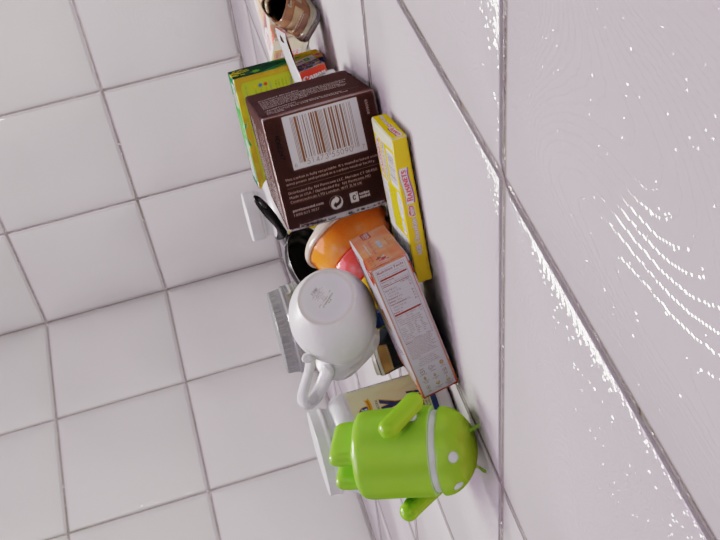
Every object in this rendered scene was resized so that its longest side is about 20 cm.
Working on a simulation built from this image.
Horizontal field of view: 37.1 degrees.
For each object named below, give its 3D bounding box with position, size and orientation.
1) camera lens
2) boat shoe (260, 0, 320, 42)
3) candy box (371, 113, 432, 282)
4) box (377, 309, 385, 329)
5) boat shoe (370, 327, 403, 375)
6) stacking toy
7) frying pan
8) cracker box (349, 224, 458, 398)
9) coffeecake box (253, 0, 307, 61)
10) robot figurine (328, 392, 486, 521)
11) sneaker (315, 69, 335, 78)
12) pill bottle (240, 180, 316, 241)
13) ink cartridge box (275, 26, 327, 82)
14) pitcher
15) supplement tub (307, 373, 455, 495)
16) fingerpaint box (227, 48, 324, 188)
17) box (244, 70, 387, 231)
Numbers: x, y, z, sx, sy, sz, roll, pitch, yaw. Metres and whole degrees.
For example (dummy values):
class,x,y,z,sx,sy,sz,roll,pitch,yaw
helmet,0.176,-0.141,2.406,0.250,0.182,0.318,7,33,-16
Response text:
class,x,y,z,sx,sy,sz,roll,pitch,yaw
camera lens,-0.050,0.082,1.872,0.160,0.198,0.162,165,90,-83
boat shoe,-0.128,-0.451,1.803,0.076,0.071,0.200,-62,32,18
candy box,0.054,-0.094,1.401,0.102,0.026,0.202,-116,13,-63
box,0.000,0.000,1.698,0.070,0.064,0.201,75,167,-47
boat shoe,0.055,0.116,1.704,0.200,0.062,0.075,-60,-48,-79
stacking toy,0.024,0.007,1.577,0.201,0.145,0.146,53,165,21
frying pan,-0.102,-0.025,1.618,0.189,0.031,0.116,28,-132,-43
cracker box,0.057,0.053,1.440,0.134,0.057,0.202,-123,9,-69
coffeecake box,-0.156,-0.505,1.986,0.154,0.072,0.202,147,107,-81
robot figurine,0.062,0.236,1.396,0.116,0.198,0.177,-75,-24,-56
sneaker,-0.082,-0.231,1.709,0.100,0.078,0.199,52,142,-7
pill bottle,-0.100,-0.117,1.846,0.112,0.198,0.114,165,90,-82
ink cartridge box,-0.079,-0.312,1.782,0.109,0.050,0.202,-126,15,-68
pitcher,-0.046,0.098,1.497,0.120,0.173,0.200,25,160,17
supplement tub,0.034,0.234,1.540,0.145,0.198,0.147,164,90,-82
fingerpaint box,-0.128,-0.267,1.889,0.073,0.165,0.202,-125,20,-64
box,-0.060,-0.178,1.550,0.200,0.164,0.166,-124,18,-69
